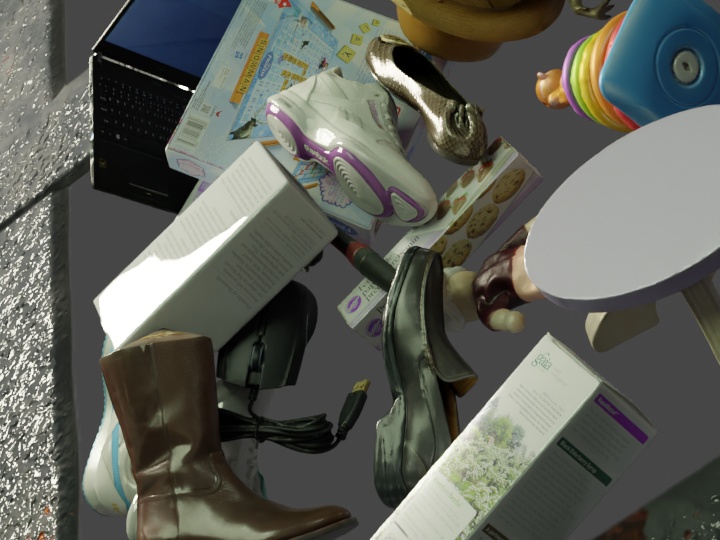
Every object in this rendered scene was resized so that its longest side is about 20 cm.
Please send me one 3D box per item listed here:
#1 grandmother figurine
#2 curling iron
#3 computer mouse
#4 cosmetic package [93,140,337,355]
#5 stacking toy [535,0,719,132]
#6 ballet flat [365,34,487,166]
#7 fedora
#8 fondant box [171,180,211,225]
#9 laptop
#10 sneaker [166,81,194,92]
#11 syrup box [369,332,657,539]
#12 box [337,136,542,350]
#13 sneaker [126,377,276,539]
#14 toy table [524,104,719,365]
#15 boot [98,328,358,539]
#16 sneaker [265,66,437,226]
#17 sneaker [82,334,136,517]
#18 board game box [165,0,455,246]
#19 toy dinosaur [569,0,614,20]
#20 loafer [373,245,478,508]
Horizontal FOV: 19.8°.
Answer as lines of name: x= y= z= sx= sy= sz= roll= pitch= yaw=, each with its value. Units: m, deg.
grandmother figurine: x=0.129 y=0.005 z=1.600 sx=0.199 sy=0.061 sz=0.122 roll=-20 pitch=25 yaw=40
curling iron: x=0.000 y=0.000 z=1.702 sx=0.199 sy=0.025 sz=0.050 roll=27 pitch=101 yaw=48
computer mouse: x=-0.055 y=0.068 z=1.711 sx=0.139 sy=0.046 sz=0.201 roll=9 pitch=42 yaw=12
cosmetic package: x=-0.122 y=-0.002 z=1.723 sx=0.200 sy=0.071 sz=0.102 roll=-43 pitch=30 yaw=4
stacking toy: x=0.202 y=-0.152 z=1.641 sx=0.200 sy=0.116 sz=0.110 roll=-3 pitch=57 yaw=63
ballet flat: x=0.059 y=-0.155 z=1.742 sx=0.200 sy=0.067 sz=0.047 roll=59 pitch=136 yaw=52
fedora: x=0.084 y=-0.245 z=1.820 sx=0.202 sy=0.198 sz=0.082 roll=-95 pitch=16 yaw=-45
fondant box: x=-0.109 y=-0.034 z=1.892 sx=0.144 sy=0.058 sz=0.201 roll=12 pitch=66 yaw=51
laptop: x=-0.157 y=-0.163 z=1.912 sx=0.103 sy=0.177 sz=0.202 roll=-13 pitch=71 yaw=35
sneaker: x=-0.184 y=-0.187 z=2.101 sx=0.112 sy=0.073 sz=0.201 roll=-37 pitch=38 yaw=15
syrup box: x=0.108 y=0.153 z=1.460 sx=0.200 sy=0.081 sz=0.079 roll=-49 pitch=37 yaw=1
box: x=0.066 y=-0.022 z=1.705 sx=0.200 sy=0.041 sz=0.039 roll=-46 pitch=35 yaw=5
sneaker: x=-0.107 y=0.162 z=1.712 sx=0.088 sy=0.076 sz=0.201 roll=21 pitch=56 yaw=20
toy table: x=0.225 y=-0.017 z=1.437 sx=0.198 sy=0.117 sz=0.185 roll=-19 pitch=52 yaw=22
boot: x=-0.106 y=0.131 z=1.624 sx=0.184 sy=0.064 sz=0.202 roll=-12 pitch=76 yaw=8
sneaker: x=0.007 y=-0.113 z=1.737 sx=0.099 sy=0.075 sz=0.200 roll=-35 pitch=52 yaw=-20
sneaker: x=-0.183 y=0.116 z=1.807 sx=0.080 sy=0.076 sz=0.202 roll=-4 pitch=75 yaw=44
board game box: x=-0.042 y=-0.146 z=1.834 sx=0.198 sy=0.041 sz=0.201 roll=22 pitch=70 yaw=10
toy dinosaur: x=0.167 y=-0.250 z=1.760 sx=0.199 sy=0.059 sz=0.101 roll=-34 pitch=44 yaw=-30
loafer: x=0.057 y=0.081 z=1.574 sx=0.072 sy=0.073 sz=0.202 roll=-1 pitch=81 yaw=21
